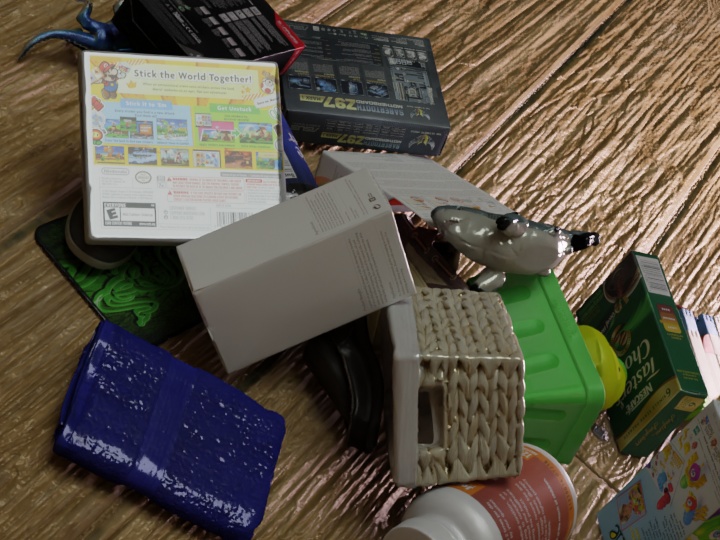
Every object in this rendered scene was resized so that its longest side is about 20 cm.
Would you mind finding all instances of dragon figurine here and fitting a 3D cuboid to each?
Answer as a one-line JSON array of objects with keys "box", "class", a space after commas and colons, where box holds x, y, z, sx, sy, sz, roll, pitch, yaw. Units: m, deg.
[{"box": [-0.257, -0.231, 1.779, 0.100, 0.059, 0.199, 51, 37, 16], "class": "dragon figurine"}]

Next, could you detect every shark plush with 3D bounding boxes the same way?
[{"box": [0.171, -0.044, 1.733, 0.198, 0.092, 0.083, -12, 37, -28], "class": "shark plush"}]

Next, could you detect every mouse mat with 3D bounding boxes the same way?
[{"box": [-0.204, -0.009, 1.641, 0.161, 0.008, 0.199, 48, 39, 11], "class": "mouse mat"}]

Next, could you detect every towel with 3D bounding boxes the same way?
[{"box": [-0.168, 0.146, 1.484, 0.199, 0.050, 0.149, 29, 45, -14], "class": "towel"}]

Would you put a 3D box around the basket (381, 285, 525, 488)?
[{"box": [0.084, 0.103, 1.588, 0.122, 0.137, 0.200, -2, 19, -3], "class": "basket"}]

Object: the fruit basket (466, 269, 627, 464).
[{"box": [0.211, 0.095, 1.786, 0.213, 0.156, 0.217, 9, 49, -10], "class": "fruit basket"}]

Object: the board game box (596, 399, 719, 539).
[{"box": [0.344, 0.239, 1.689, 0.102, 0.200, 0.106, 15, 42, -28], "class": "board game box"}]

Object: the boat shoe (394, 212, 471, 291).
[{"box": [0.076, -0.009, 1.782, 0.073, 0.071, 0.200, 59, 4, -28], "class": "boat shoe"}]

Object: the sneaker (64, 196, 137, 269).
[{"box": [-0.213, -0.089, 1.621, 0.074, 0.106, 0.201, 35, 37, -5], "class": "sneaker"}]

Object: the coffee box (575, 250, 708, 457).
[{"box": [0.311, 0.091, 1.878, 0.044, 0.123, 0.202, 12, 46, -28], "class": "coffee box"}]

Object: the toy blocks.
[{"box": [0.399, 0.114, 1.925, 0.199, 0.099, 0.138, 13, 57, -50], "class": "toy blocks"}]

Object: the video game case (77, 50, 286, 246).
[{"box": [-0.167, -0.114, 1.601, 0.198, 0.023, 0.185, 1, 78, -23], "class": "video game case"}]

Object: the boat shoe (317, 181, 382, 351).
[{"box": [0.000, 0.000, 1.760, 0.069, 0.071, 0.202, 13, 46, -60], "class": "boat shoe"}]

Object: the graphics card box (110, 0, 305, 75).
[{"box": [-0.160, -0.253, 1.805, 0.126, 0.051, 0.200, 48, 32, 9], "class": "graphics card box"}]

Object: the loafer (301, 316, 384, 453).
[{"box": [-0.023, 0.094, 1.649, 0.070, 0.073, 0.202, -4, 50, -11], "class": "loafer"}]

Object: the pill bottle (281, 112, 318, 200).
[{"box": [-0.100, -0.077, 1.711, 0.111, 0.112, 0.201, 0, 52, -40], "class": "pill bottle"}]

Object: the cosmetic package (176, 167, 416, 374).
[{"box": [-0.059, 0.000, 1.577, 0.198, 0.108, 0.085, -21, 38, -5], "class": "cosmetic package"}]

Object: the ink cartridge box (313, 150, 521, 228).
[{"box": [0.068, -0.071, 1.838, 0.161, 0.051, 0.200, -1, 29, -41], "class": "ink cartridge box"}]

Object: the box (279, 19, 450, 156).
[{"box": [-0.005, -0.211, 1.942, 0.197, 0.051, 0.159, 4, 46, -16], "class": "box"}]

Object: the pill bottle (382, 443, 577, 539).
[{"box": [0.107, 0.241, 1.560, 0.112, 0.112, 0.199, 50, 38, 15], "class": "pill bottle"}]
